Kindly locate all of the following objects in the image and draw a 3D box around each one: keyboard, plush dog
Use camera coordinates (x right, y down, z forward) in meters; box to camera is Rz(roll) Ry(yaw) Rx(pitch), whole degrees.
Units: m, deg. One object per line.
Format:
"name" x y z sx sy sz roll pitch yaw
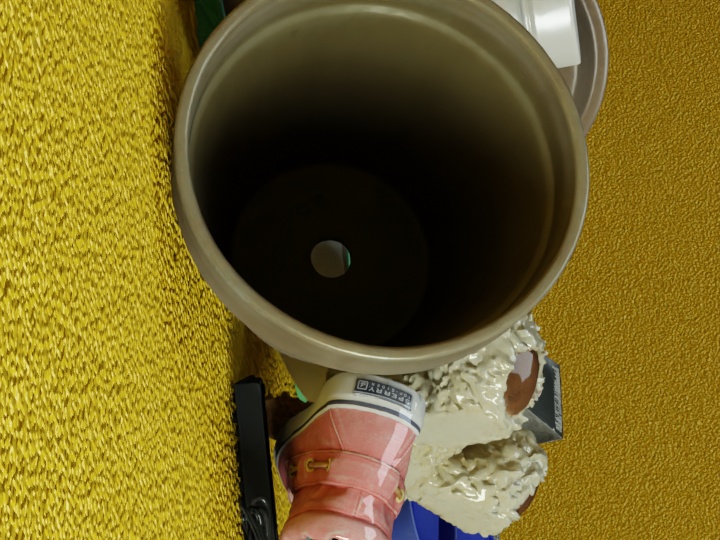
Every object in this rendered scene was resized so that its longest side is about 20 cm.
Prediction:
"keyboard" -0.052 0.158 1.144 0.127 0.021 0.200 -161 -116 -89
"plush dog" 0.038 0.037 1.261 0.200 0.160 0.172 81 21 -56

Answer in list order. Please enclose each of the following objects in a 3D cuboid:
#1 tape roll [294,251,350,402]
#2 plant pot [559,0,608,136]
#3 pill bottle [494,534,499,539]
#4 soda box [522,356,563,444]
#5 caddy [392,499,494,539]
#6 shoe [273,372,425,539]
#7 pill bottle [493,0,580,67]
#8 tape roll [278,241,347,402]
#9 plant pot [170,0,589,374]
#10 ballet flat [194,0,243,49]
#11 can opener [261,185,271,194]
"tape roll" -0.018 0.016 1.490 0.200 0.048 0.201 -5 90 -85
"plant pot" 0.080 -0.138 1.446 0.175 0.200 0.201 -120 -157 -81
"pill bottle" 0.050 0.190 1.688 0.116 0.116 0.200 69 16 -71
"soda box" 0.082 0.073 1.584 0.200 0.071 0.063 40 42 -55
"caddy" 0.021 0.198 1.453 0.141 0.105 0.200 58 17 -23
"shoe" -0.016 0.126 1.150 0.200 0.071 0.091 118 -10 -68
"pill bottle" 0.027 -0.149 1.286 0.112 0.200 0.112 -8 90 -83
"tape roll" 0.000 0.000 1.364 0.203 0.037 0.203 29 56 -56
"plant pot" -0.001 -0.029 1.090 0.174 0.200 0.200 117 -29 -70
"ballet flat" -0.052 -0.138 1.124 0.070 0.067 0.200 37 -24 36
"can opener" -0.013 -0.052 1.277 0.200 0.067 0.053 -24 101 -48
